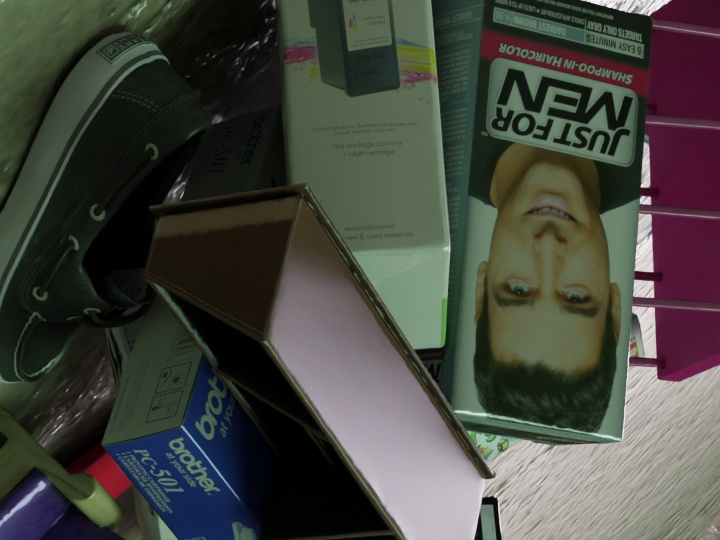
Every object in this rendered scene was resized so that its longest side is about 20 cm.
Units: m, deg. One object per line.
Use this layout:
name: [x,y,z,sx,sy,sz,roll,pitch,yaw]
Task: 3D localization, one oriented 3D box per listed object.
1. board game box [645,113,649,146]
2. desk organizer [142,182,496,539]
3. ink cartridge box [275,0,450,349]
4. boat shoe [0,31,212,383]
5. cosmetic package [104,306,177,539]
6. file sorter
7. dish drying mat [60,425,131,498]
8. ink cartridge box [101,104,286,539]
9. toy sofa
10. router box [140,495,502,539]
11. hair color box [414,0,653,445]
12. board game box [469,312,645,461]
board game box: [0.235,-0.106,1.566,0.148,0.064,0.200,-59,-155,1]
desk organizer: [-0.019,0.060,1.212,0.200,0.072,0.077,57,35,-42]
ink cartridge box: [-0.001,-0.077,1.284,0.067,0.200,0.117,-3,157,-1]
boat shoe: [-0.111,-0.011,1.255,0.070,0.066,0.200,-30,156,-48]
cosmetic package: [-0.086,0.089,1.431,0.051,0.083,0.200,-13,139,-8]
file sorter: [0.134,-0.059,1.488,0.125,0.200,0.139,5,165,-20]
dish drying mat: [-0.156,0.120,1.538,0.200,0.018,0.077,-39,163,-34]
ink cartridge box: [-0.050,0.030,1.304,0.044,0.094,0.200,-14,-141,27]
toy sofa: [-0.196,0.171,1.402,0.200,0.098,0.083,-46,165,-7]
router box: [-0.031,0.162,1.626,0.149,0.051,0.200,1,167,-24]
hair color box: [0.073,-0.025,1.356,0.099,0.200,0.061,10,170,-32]
board game box: [0.034,0.059,1.560,0.200,0.126,0.035,-31,129,-26]
